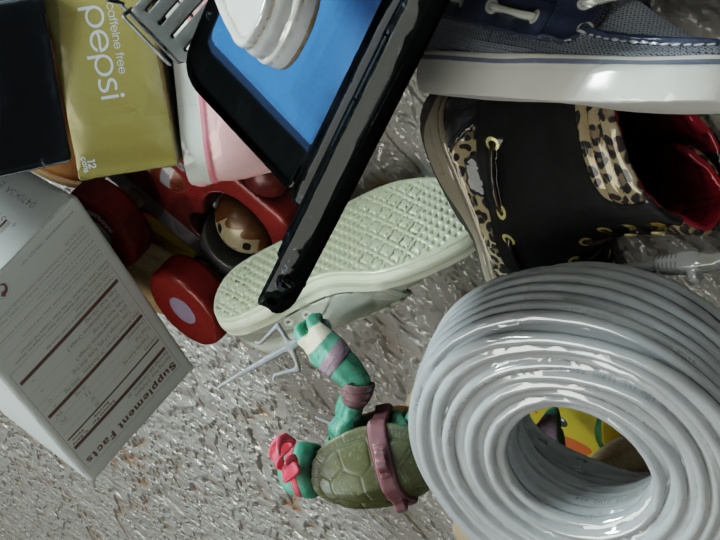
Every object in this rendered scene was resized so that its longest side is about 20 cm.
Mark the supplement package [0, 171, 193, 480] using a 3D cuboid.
[{"bbox_3d":[-0.226,0.031,1.045,0.116,0.118,0.201,27,156,36],"label":"supplement package"}]

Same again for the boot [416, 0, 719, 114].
[{"bbox_3d":[0.098,-0.121,0.674,0.199,0.072,0.092,12,99,49],"label":"boot"}]

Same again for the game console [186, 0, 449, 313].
[{"bbox_3d":[-0.029,-0.115,0.703,0.115,0.176,0.201,27,123,-2],"label":"game console"}]

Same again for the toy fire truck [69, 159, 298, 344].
[{"bbox_3d":[-0.108,-0.055,1.015,0.199,0.112,0.168,40,151,7],"label":"toy fire truck"}]

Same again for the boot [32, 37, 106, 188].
[{"bbox_3d":[-0.238,-0.158,1.103,0.200,0.074,0.154,48,147,-11],"label":"boot"}]

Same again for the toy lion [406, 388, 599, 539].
[{"bbox_3d":[0.136,0.124,0.987,0.190,0.069,0.202,10,135,35],"label":"toy lion"}]

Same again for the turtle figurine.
[{"bbox_3d":[0.020,0.099,0.907,0.197,0.102,0.150,-12,138,13],"label":"turtle figurine"}]

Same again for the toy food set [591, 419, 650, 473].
[{"bbox_3d":[0.220,0.160,0.878,0.197,0.049,0.200,9,129,23],"label":"toy food set"}]

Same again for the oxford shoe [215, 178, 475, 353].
[{"bbox_3d":[0.000,0.000,0.928,0.198,0.076,0.058,-24,131,27],"label":"oxford shoe"}]

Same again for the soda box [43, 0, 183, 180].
[{"bbox_3d":[-0.152,-0.161,0.894,0.068,0.063,0.203,-87,-12,-75],"label":"soda box"}]

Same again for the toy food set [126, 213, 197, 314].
[{"bbox_3d":[-0.193,-0.017,1.180,0.197,0.049,0.199,34,161,-37],"label":"toy food set"}]

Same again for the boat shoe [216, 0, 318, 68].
[{"bbox_3d":[-0.069,-0.179,0.685,0.071,0.069,0.202,-49,46,42],"label":"boat shoe"}]

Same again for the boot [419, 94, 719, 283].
[{"bbox_3d":[0.129,-0.024,0.792,0.150,0.073,0.202,-7,117,55],"label":"boot"}]

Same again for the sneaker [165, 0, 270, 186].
[{"bbox_3d":[-0.064,-0.153,0.890,0.103,0.075,0.203,-4,108,6],"label":"sneaker"}]

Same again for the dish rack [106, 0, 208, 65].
[{"bbox_3d":[-0.120,-0.218,0.804,0.200,0.055,0.153,45,107,0],"label":"dish rack"}]

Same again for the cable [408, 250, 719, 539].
[{"bbox_3d":[0.123,0.088,0.780,0.197,0.069,0.202,-2,125,28],"label":"cable"}]

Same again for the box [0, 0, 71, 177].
[{"bbox_3d":[-0.279,-0.132,0.932,0.200,0.147,0.108,-132,32,-57],"label":"box"}]
